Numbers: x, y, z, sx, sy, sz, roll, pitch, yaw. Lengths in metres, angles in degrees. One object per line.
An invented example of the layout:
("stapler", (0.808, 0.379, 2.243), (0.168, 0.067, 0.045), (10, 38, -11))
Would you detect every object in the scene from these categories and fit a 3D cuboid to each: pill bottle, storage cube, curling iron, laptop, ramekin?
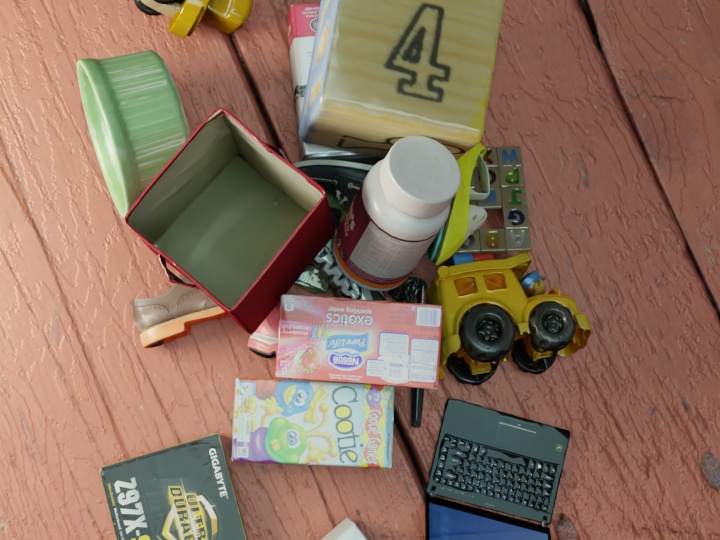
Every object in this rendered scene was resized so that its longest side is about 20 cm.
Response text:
("pill bottle", (0.043, -0.067, 1.493), (0.108, 0.201, 0.111), (9, 58, -15))
("storage cube", (-0.150, -0.053, 1.487), (0.170, 0.180, 0.201), (38, 83, 9))
("curling iron", (0.069, 0.105, 1.644), (0.049, 0.026, 0.203), (-5, 90, 20))
("laptop", (0.180, 0.283, 1.599), (0.175, 0.103, 0.203), (16, 82, -6))
("ramekin", (-0.275, -0.174, 1.547), (0.096, 0.200, 0.203), (-18, 86, -16))

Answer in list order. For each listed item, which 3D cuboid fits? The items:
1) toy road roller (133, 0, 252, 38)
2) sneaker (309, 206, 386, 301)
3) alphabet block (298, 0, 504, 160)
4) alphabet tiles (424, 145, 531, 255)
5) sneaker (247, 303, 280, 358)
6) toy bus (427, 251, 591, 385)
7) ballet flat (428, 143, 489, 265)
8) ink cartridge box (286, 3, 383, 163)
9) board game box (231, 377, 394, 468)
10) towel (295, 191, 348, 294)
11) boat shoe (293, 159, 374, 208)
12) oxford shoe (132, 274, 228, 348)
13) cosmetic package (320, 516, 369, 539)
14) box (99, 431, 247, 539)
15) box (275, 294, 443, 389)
("toy road roller", (-0.199, -0.397, 1.621), (0.145, 0.123, 0.202), (25, 83, -18))
("sneaker", (0.000, 0.000, 1.608), (0.090, 0.066, 0.200), (-42, 95, -10))
("alphabet block", (0.046, -0.248, 1.511), (0.197, 0.195, 0.200), (11, 83, -10))
("alphabet tiles", (0.120, -0.093, 1.640), (0.197, 0.008, 0.169), (-2, 57, 1))
("sneaker", (-0.043, 0.080, 1.607), (0.197, 0.074, 0.088), (10, 81, -6))
("toy bus", (0.181, 0.037, 1.625), (0.197, 0.136, 0.195), (-7, 68, -9))
("ballet flat", (0.132, -0.091, 1.600), (0.066, 0.067, 0.202), (14, 56, -8))
("ink cartridge box", (-0.016, -0.244, 1.641), (0.142, 0.084, 0.203), (-5, 84, -8))
("board game box", (-0.062, 0.193, 1.576), (0.197, 0.105, 0.105), (3, 84, -6))
("towel", (-0.113, -0.069, 1.641), (0.198, 0.023, 0.145), (22, 81, -5))
("boat shoe", (0.003, -0.106, 1.603), (0.197, 0.074, 0.061), (5, 87, 6))
("oxford shoe", (-0.197, 0.030, 1.595), (0.198, 0.071, 0.074), (-22, 83, -9))
("cosmetic package", (-0.055, 0.416, 1.562), (0.199, 0.085, 0.108), (-37, 90, -10))
("box", (-0.227, 0.322, 1.569), (0.157, 0.049, 0.203), (-15, 86, -7))
("box", (-0.001, 0.087, 1.522), (0.197, 0.095, 0.104), (3, 87, -1))
